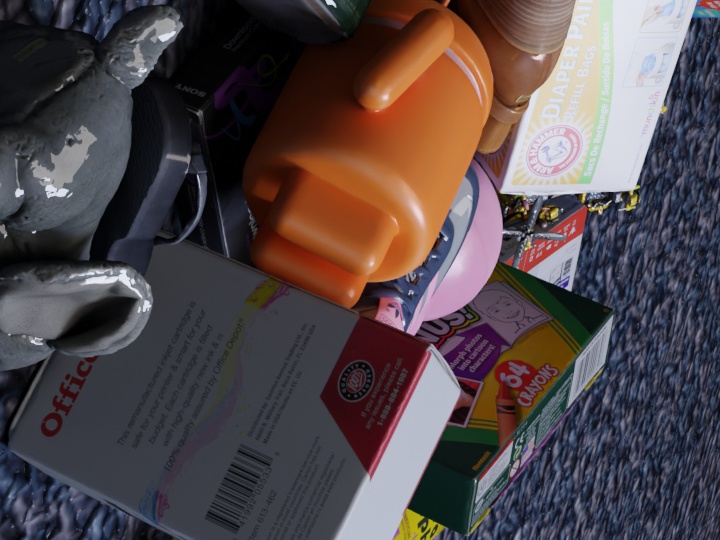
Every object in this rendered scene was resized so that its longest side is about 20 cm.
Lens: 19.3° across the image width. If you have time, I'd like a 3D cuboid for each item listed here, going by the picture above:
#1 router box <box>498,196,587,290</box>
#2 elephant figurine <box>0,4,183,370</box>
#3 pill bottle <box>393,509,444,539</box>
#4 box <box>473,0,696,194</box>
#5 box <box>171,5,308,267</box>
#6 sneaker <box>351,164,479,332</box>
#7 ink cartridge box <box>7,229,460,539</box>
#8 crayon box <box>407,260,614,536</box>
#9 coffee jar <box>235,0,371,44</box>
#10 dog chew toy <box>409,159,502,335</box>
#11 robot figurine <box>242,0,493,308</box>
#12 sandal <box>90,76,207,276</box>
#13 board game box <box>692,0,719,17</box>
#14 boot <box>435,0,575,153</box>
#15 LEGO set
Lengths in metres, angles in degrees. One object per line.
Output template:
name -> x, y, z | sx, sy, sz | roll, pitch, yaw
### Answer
router box -> 0.102, 0.049, 1.668 | 0.200, 0.049, 0.181 | -33, 138, -53
elephant figurine -> -0.161, -0.013, 0.973 | 0.201, 0.154, 0.142 | 79, 29, -46
pill bottle -> 0.016, 0.153, 1.503 | 0.200, 0.104, 0.105 | -37, 141, -50
box -> 0.133, -0.159, 1.328 | 0.100, 0.113, 0.201 | -2, 127, -24
box -> -0.043, -0.107, 1.258 | 0.200, 0.036, 0.144 | -53, 150, -35
sneaker -> 0.017, 0.016, 1.242 | 0.070, 0.082, 0.201 | 37, 81, -22
ink cartridge box -> -0.068, 0.079, 1.153 | 0.147, 0.199, 0.083 | -63, 157, -11
crayon box -> 0.048, 0.066, 1.417 | 0.200, 0.171, 0.059 | -45, 150, -43
coffee jar -> -0.007, -0.232, 1.158 | 0.104, 0.085, 0.201 | 43, 69, -41
dog chew toy -> 0.000, 0.000, 1.341 | 0.200, 0.124, 0.125 | -42, 145, -31
robot figurine -> 0.008, -0.076, 1.187 | 0.201, 0.116, 0.144 | -65, 146, -36
sandal -> -0.106, -0.040, 1.064 | 0.200, 0.042, 0.077 | 128, -41, -66
board game box -> 0.246, -0.224, 1.567 | 0.152, 0.198, 0.046 | 17, 77, -65
boot -> 0.057, -0.184, 1.278 | 0.076, 0.200, 0.156 | -23, 152, -30
LEGO set -> 0.162, -0.098, 1.542 | 0.153, 0.116, 0.202 | -3, 124, -31
